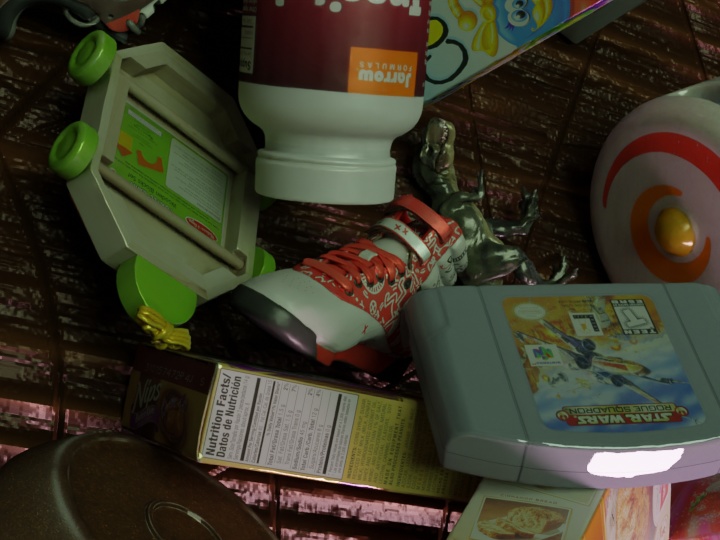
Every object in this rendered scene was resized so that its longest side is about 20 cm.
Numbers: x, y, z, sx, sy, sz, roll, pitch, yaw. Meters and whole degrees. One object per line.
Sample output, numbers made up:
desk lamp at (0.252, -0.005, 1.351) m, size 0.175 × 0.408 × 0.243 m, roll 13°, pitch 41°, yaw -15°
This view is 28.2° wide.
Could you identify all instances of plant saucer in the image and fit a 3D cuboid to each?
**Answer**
plant saucer at (-0.096, 0.148, 0.741) m, size 0.199 × 0.201 × 0.035 m, roll 33°, pitch 104°, yaw -22°

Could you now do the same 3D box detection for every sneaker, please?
sneaker at (-0.138, -0.179, 0.867) m, size 0.198 × 0.077 × 0.083 m, roll -13°, pitch 96°, yaw -16°
sneaker at (-0.001, 0.000, 0.843) m, size 0.109 × 0.067 × 0.201 m, roll -59°, pitch 154°, yaw 3°

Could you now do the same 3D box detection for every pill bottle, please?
pill bottle at (-0.014, -0.144, 0.840) m, size 0.112 × 0.112 × 0.203 m, roll -3°, pitch 101°, yaw -34°

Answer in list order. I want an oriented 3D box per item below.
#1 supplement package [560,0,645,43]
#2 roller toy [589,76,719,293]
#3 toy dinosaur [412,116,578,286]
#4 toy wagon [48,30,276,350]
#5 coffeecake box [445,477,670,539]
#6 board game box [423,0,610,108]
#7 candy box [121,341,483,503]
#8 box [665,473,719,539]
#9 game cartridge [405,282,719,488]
supplement package at (0.152, -0.319, 1.060) m, size 0.199 × 0.147 × 0.193 m, roll 30°, pitch 61°, yaw -22°
roller toy at (0.261, -0.042, 1.031) m, size 0.139 × 0.200 × 0.184 m, roll -20°, pitch 76°, yaw -35°
toy dinosaur at (0.096, -0.011, 0.994) m, size 0.087 × 0.047 × 0.202 m, roll -17°, pitch 86°, yaw -21°
toy wagon at (-0.113, -0.040, 0.828) m, size 0.155 × 0.039 × 0.202 m, roll 36°, pitch 44°, yaw -36°
coffeecake box at (0.122, 0.161, 0.846) m, size 0.200 × 0.072 × 0.155 m, roll -51°, pitch 143°, yaw -45°
board game box at (0.077, -0.185, 0.925) m, size 0.104 × 0.198 × 0.105 m, roll 61°, pitch 16°, yaw -3°
candy box at (-0.025, 0.089, 0.832) m, size 0.198 × 0.116 × 0.057 m, roll 15°, pitch 86°, yaw -29°
box at (0.284, 0.158, 1.011) m, size 0.095 × 0.102 × 0.200 m, roll 56°, pitch 45°, yaw -15°
game cartridge at (0.133, 0.062, 0.809) m, size 0.197 × 0.042 × 0.134 m, roll -1°, pitch 37°, yaw -12°
